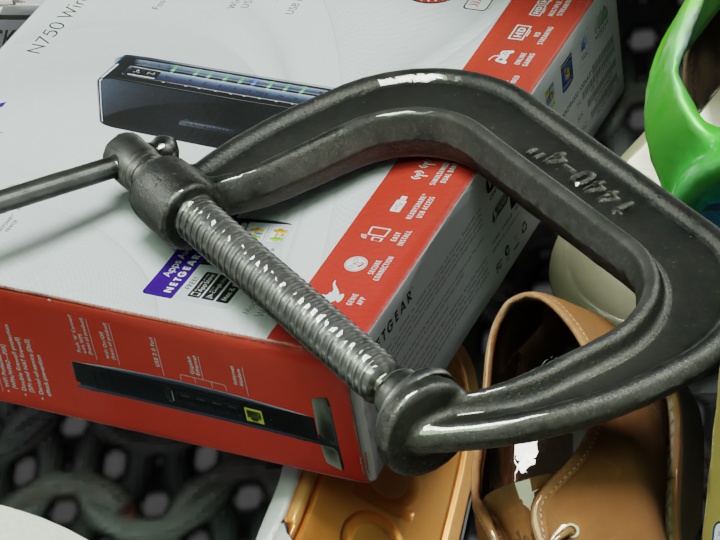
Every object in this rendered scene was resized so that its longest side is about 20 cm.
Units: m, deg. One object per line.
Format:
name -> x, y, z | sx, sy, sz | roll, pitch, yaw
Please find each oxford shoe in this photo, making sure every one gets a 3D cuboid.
oxford shoe -> 0.054, 0.093, 0.701 | 0.071, 0.071, 0.201 | -25, 46, 22

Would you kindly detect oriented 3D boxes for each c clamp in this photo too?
c clamp -> 0.000, 0.000, 0.739 | 0.170, 0.027, 0.200 | -27, 40, -28

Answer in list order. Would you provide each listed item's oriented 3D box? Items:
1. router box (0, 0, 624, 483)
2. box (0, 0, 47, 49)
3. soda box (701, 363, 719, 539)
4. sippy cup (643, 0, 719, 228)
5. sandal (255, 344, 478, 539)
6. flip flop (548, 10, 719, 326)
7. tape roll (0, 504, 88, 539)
router box -> -0.037, -0.032, 0.844 | 0.179, 0.049, 0.200 | 10, 43, 24
box -> -0.205, -0.093, 0.933 | 0.199, 0.116, 0.060 | 23, 106, 28
soda box -> 0.183, 0.054, 0.637 | 0.199, 0.068, 0.064 | 3, 82, 38
sippy cup -> 0.176, -0.022, 0.763 | 0.130, 0.178, 0.139 | -47, 27, -25
sandal -> 0.005, 0.091, 0.767 | 0.059, 0.079, 0.207 | -35, 37, 50
flip flop -> 0.127, -0.060, 0.838 | 0.081, 0.058, 0.200 | 31, 71, 31
tape roll -> -0.117, 0.161, 0.729 | 0.202, 0.037, 0.204 | 9, 67, -23
